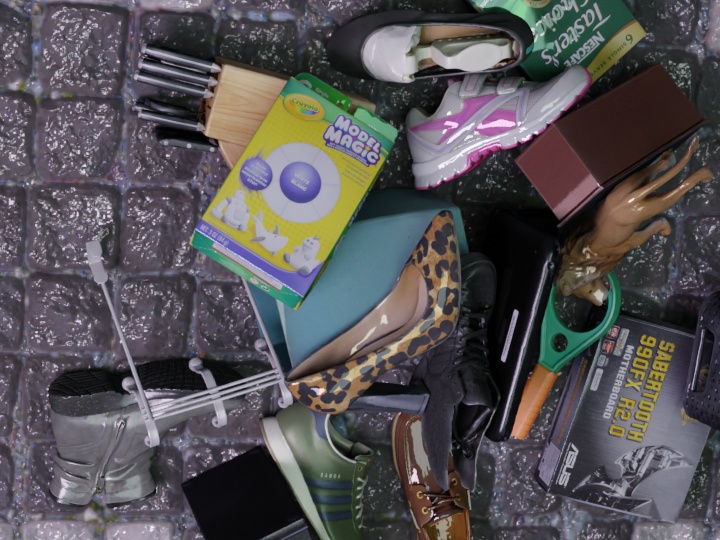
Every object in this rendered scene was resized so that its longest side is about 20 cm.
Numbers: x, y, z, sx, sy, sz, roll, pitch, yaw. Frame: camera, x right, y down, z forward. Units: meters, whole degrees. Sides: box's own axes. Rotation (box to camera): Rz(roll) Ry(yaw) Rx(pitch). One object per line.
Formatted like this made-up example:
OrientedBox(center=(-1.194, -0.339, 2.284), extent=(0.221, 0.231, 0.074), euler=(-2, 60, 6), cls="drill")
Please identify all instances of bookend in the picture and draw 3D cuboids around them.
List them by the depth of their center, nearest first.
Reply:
OrientedBox(center=(-0.081, 0.304, 1.696), extent=(0.091, 0.199, 0.202), euler=(-25, 109, -8), cls="bookend")

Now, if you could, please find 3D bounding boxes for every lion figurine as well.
OrientedBox(center=(0.251, -0.051, 1.672), extent=(0.122, 0.073, 0.201), euler=(-26, 154, -23), cls="lion figurine")

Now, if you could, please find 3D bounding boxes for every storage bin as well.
OrientedBox(center=(0.438, 0.097, 1.792), extent=(0.198, 0.093, 0.137), euler=(-1, 106, -37), cls="storage bin")

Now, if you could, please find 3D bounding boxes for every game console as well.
OrientedBox(center=(0.163, 0.050, 1.694), extent=(0.115, 0.176, 0.202), euler=(8, 102, -26), cls="game console")

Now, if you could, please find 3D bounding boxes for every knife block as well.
OrientedBox(center=(-0.109, -0.168, 1.638), extent=(0.199, 0.064, 0.177), euler=(-31, 110, -4), cls="knife block")

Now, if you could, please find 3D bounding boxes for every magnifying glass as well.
OrientedBox(center=(0.200, 0.080, 1.784), extent=(0.079, 0.022, 0.202), euler=(32, 108, 25), cls="magnifying glass")

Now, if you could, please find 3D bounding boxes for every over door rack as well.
OrientedBox(center=(-0.161, 0.055, 1.652), extent=(0.146, 0.067, 0.202), euler=(-15, 74, -17), cls="over door rack")

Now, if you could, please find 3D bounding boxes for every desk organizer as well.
OrientedBox(center=(0.243, -0.125, 1.689), extent=(0.199, 0.072, 0.077), euler=(-30, 80, -43), cls="desk organizer")

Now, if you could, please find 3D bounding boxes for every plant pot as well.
OrientedBox(center=(0.000, 0.000, 1.671), extent=(0.198, 0.141, 0.143), euler=(-17, 108, -12), cls="plant pot")

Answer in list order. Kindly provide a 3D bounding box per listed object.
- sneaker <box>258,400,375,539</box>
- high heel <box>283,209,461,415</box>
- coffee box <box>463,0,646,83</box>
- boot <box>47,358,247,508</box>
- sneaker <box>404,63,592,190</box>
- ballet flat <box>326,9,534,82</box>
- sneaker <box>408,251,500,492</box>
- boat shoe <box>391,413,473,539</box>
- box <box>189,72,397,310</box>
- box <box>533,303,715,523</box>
OrientedBox(center=(-0.019, 0.214, 1.756), extent=(0.089, 0.067, 0.202), euler=(-28, 106, 0), cls="sneaker")
OrientedBox(center=(0.013, 0.038, 1.575), extent=(0.141, 0.071, 0.202), euler=(5, 107, -26), cls="high heel")
OrientedBox(center=(0.173, -0.265, 1.693), extent=(0.123, 0.044, 0.200), euler=(-40, 110, -1), cls="coffee box")
OrientedBox(center=(-0.208, 0.162, 1.709), extent=(0.197, 0.068, 0.132), euler=(-4, 114, -9), cls="boot")
OrientedBox(center=(0.124, -0.154, 1.672), extent=(0.198, 0.081, 0.089), euler=(-26, 90, 12), cls="sneaker")
OrientedBox(center=(0.065, -0.210, 1.643), extent=(0.197, 0.069, 0.069), euler=(-6, 115, 4), cls="ballet flat")
OrientedBox(center=(0.099, 0.094, 1.618), extent=(0.059, 0.104, 0.202), euler=(6, 115, -31), cls="sneaker")
OrientedBox(center=(0.082, 0.230, 1.786), extent=(0.071, 0.068, 0.202), euler=(-15, 107, -9), cls="boat shoe")
OrientedBox(center=(-0.053, -0.080, 1.569), extent=(0.117, 0.048, 0.201), euler=(31, 67, -2), cls="box")
OrientedBox(center=(0.286, 0.150, 1.826), extent=(0.157, 0.048, 0.202), euler=(16, 100, -17), cls="box")
